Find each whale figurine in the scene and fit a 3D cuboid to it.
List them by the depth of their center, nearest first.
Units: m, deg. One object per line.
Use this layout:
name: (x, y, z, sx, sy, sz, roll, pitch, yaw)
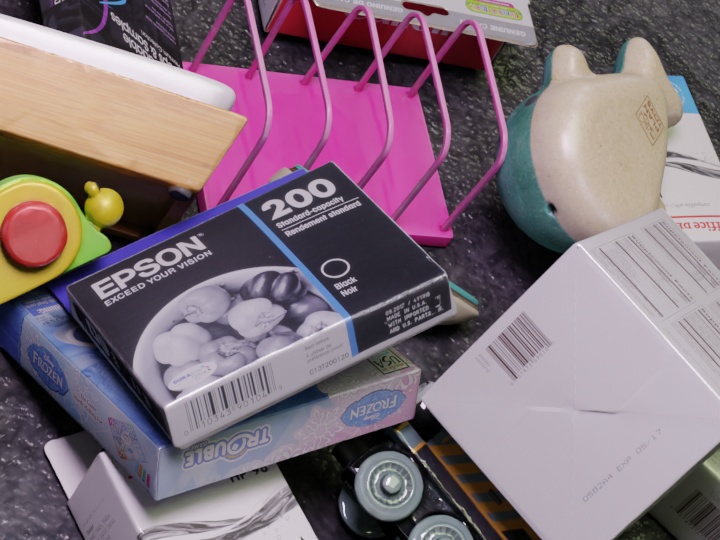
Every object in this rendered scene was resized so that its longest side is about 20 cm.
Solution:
whale figurine: (0.170, -0.093, 1.579, 0.159, 0.103, 0.200, 57, 42, -18)

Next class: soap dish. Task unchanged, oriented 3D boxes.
soap dish: (-0.189, -0.089, 1.405, 0.199, 0.157, 0.082, 17, 69, -12)

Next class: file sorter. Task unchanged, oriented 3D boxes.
file sorter: (-0.012, -0.115, 1.540, 0.199, 0.126, 0.140, 4, 56, -26)

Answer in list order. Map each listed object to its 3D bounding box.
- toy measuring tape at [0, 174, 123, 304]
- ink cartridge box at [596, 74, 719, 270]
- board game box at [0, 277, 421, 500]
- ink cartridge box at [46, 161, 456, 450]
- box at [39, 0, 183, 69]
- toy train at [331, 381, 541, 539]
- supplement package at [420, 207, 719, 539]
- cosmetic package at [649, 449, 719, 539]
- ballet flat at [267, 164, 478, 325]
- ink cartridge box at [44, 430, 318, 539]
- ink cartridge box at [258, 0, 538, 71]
toy measuring tape: (-0.243, -0.010, 1.337, 0.199, 0.074, 0.074, -26, 71, -11)
ink cartridge box: (0.228, -0.054, 1.668, 0.115, 0.068, 0.201, -3, 60, -29)
board game box: (-0.099, 0.055, 1.367, 0.199, 0.044, 0.199, -15, 37, -35)
ink cartridge box: (-0.075, 0.005, 1.322, 0.197, 0.044, 0.200, -26, 40, -19)
box: (-0.180, -0.196, 1.516, 0.143, 0.036, 0.201, 38, 35, -54)
toy train: (0.072, 0.168, 1.398, 0.114, 0.085, 0.200, -37, 82, -20)
supplement package: (0.170, 0.072, 1.391, 0.151, 0.152, 0.200, 48, 23, 10)
cosmetic package: (0.300, 0.128, 1.572, 0.113, 0.081, 0.200, 45, 47, 6)
ballet flat: (0.000, 0.000, 1.501, 0.200, 0.069, 0.070, 37, 44, -31)
ink cartridge box: (-0.102, 0.164, 1.332, 0.115, 0.067, 0.201, -16, 66, -36)
ink cartridge box: (0.022, -0.227, 1.659, 0.199, 0.084, 0.176, 8, 50, -24)
